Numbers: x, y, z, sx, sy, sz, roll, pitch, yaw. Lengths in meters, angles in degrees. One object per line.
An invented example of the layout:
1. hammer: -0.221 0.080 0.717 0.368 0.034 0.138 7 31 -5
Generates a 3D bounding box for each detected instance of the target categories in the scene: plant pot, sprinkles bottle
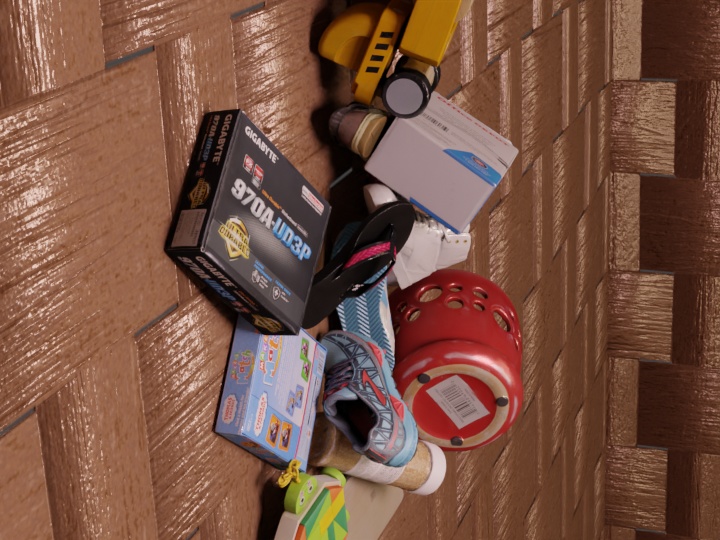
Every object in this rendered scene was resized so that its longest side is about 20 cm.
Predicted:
1. plant pot: 0.117 0.128 1.870 0.183 0.200 0.201 -87 170 -56
2. sprinkles bottle: 0.017 0.228 1.743 0.200 0.068 0.068 22 72 -41

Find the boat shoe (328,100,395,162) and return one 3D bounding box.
1. boat shoe: 0.001 -0.177 1.729 0.073 0.065 0.200 -58 177 3

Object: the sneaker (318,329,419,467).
1. sneaker: -0.006 0.142 1.670 0.095 0.200 0.079 14 124 -46

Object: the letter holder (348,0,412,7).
1. letter holder: 0.064 -0.400 1.746 0.101 0.142 0.200 -46 137 -60

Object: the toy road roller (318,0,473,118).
1. toy road roller: 0.040 -0.285 1.647 0.123 0.146 0.200 -65 179 -66

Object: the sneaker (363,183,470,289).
1. sneaker: 0.076 -0.062 1.760 0.200 0.115 0.074 65 3 -57

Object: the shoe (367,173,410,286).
1. shoe: 0.046 -0.069 1.874 0.200 0.071 0.091 83 7 -53

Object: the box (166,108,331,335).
1. box: -0.109 -0.044 1.436 0.200 0.046 0.159 47 50 -51

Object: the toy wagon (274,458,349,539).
1. toy wagon: -0.063 0.300 1.633 0.155 0.040 0.200 -53 151 -39

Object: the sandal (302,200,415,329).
1. sandal: 0.000 0.000 1.657 0.200 0.045 0.075 -45 135 -14

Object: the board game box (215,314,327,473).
1. board game box: -0.095 0.131 1.573 0.200 0.037 0.151 50 47 -64

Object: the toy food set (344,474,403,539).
1. toy food set: -0.010 0.287 1.835 0.200 0.060 0.144 -51 142 -45

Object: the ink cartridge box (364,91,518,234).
1. ink cartridge box: 0.104 -0.139 1.755 0.084 0.146 0.200 -56 177 21

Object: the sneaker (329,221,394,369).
1. sneaker: 0.000 0.034 1.785 0.081 0.076 0.200 -104 -172 -76
